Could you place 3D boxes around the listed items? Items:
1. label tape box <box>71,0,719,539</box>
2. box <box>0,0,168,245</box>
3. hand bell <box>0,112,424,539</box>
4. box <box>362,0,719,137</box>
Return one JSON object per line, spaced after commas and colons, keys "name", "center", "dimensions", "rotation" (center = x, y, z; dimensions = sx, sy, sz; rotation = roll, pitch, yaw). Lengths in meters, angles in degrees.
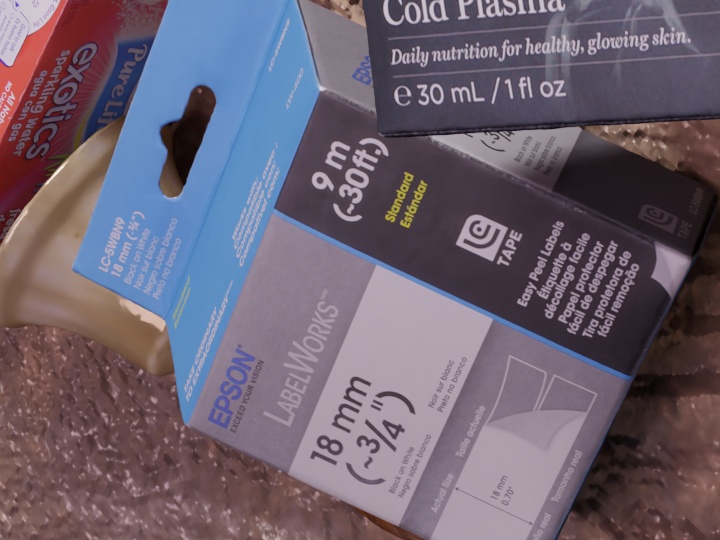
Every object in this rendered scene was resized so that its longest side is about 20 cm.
{"name": "label tape box", "center": [0.000, 0.000, 0.960], "dimensions": [0.200, 0.063, 0.144], "rotation": [25, 120, 4]}
{"name": "box", "center": [-0.124, -0.099, 1.075], "dimensions": [0.100, 0.095, 0.200], "rotation": [47, 127, 24]}
{"name": "hand bell", "center": [-0.034, 0.039, 1.056], "dimensions": [0.200, 0.104, 0.104], "rotation": [38, 124, 13]}
{"name": "box", "center": [0.103, -0.146, 0.820], "dimensions": [0.200, 0.124, 0.197], "rotation": [-2, 98, 41]}
